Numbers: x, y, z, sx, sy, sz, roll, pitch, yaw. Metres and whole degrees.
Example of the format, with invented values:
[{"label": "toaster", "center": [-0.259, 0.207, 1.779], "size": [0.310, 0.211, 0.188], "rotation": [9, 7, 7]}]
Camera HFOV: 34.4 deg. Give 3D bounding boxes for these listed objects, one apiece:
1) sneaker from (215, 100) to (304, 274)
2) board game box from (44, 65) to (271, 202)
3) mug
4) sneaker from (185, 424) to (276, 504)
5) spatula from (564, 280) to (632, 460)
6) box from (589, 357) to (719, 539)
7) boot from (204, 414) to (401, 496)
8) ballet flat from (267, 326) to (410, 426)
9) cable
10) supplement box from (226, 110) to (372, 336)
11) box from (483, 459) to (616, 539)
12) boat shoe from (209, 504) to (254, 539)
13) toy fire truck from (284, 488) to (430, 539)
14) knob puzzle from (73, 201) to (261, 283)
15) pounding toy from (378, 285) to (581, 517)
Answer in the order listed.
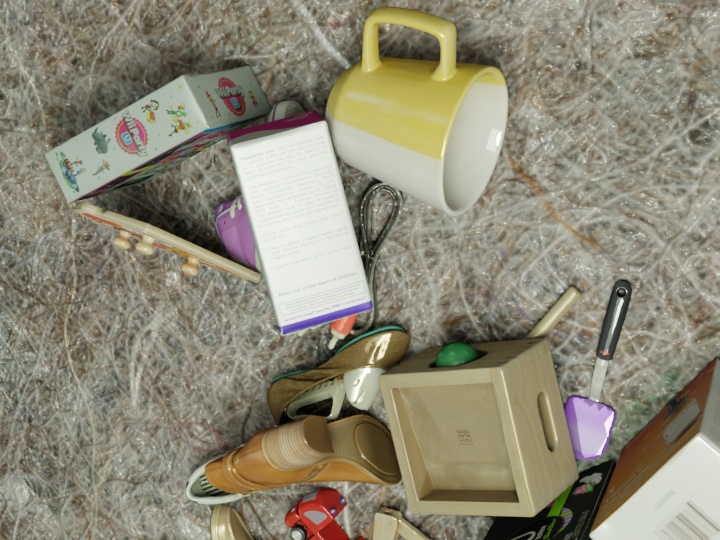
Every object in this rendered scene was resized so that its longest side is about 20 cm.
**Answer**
[{"label": "sneaker", "center": [-0.114, -0.090, 1.290], "size": [0.114, 0.073, 0.201], "rotation": [9, 108, 23]}, {"label": "board game box", "center": [-0.218, -0.150, 1.272], "size": [0.200, 0.148, 0.064], "rotation": [-25, 93, 27]}, {"label": "mug", "center": [0.053, -0.165, 1.168], "size": [0.153, 0.149, 0.187], "rotation": [19, 106, 26]}, {"label": "sneaker", "center": [-0.121, 0.236, 1.381], "size": [0.200, 0.071, 0.073], "rotation": [-29, 92, 26]}, {"label": "spatula", "center": [0.252, 0.105, 1.220], "size": [0.056, 0.021, 0.200], "rotation": [18, 110, 19]}, {"label": "box", "center": [0.323, 0.199, 1.117], "size": [0.106, 0.200, 0.152], "rotation": [41, 115, 6]}, {"label": "boot", "center": [-0.060, 0.220, 1.302], "size": [0.155, 0.200, 0.077], "rotation": [-27, 64, 32]}, {"label": "ballet flat", "center": [-0.025, 0.130, 1.307], "size": [0.200, 0.068, 0.072], "rotation": [-25, 50, 27]}, {"label": "cable", "center": [0.000, 0.000, 1.277], "size": [0.097, 0.050, 0.200], "rotation": [34, 113, -3]}, {"label": "supplement box", "center": [-0.064, -0.052, 1.192], "size": [0.103, 0.101, 0.200], "rotation": [-17, 107, -4]}, {"label": "box", "center": [0.211, 0.309, 1.193], "size": [0.148, 0.200, 0.124], "rotation": [-29, 94, 26]}, {"label": "boat shoe", "center": [-0.123, 0.363, 1.417], "size": [0.064, 0.071, 0.200], "rotation": [-16, 115, 14]}, {"label": "toy fire truck", "center": [0.020, 0.325, 1.360], "size": [0.141, 0.049, 0.200], "rotation": [-42, 86, 26]}, {"label": "knob puzzle", "center": [-0.238, -0.029, 1.298], "size": [0.219, 0.220, 0.031], "rotation": [20, 85, 16]}, {"label": "pounding toy", "center": [0.141, 0.137, 1.227], "size": [0.184, 0.142, 0.200], "rotation": [-8, 99, 38]}]
